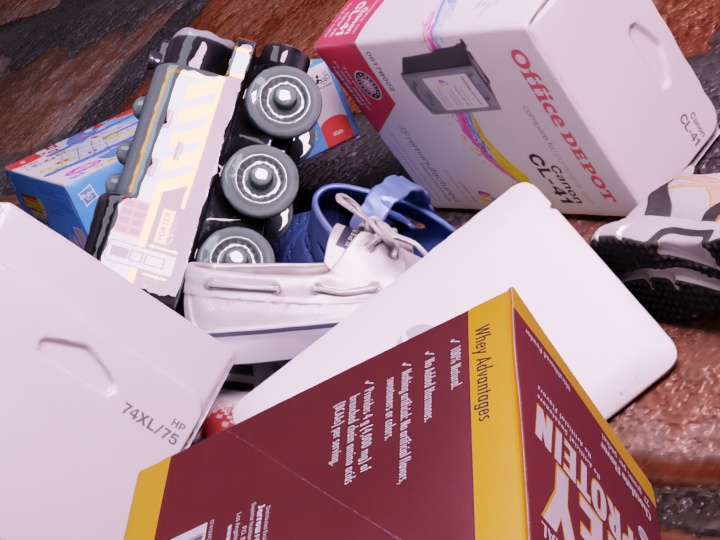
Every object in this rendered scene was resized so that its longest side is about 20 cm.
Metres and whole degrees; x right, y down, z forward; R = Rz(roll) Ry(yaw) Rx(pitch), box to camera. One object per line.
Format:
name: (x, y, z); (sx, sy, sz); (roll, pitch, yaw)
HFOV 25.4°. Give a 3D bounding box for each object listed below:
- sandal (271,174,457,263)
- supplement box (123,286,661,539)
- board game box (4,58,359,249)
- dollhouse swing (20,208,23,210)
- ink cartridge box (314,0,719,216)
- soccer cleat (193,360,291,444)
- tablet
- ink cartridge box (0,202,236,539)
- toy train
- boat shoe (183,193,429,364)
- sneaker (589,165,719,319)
sandal: (-0.001, -0.022, 0.988); (0.200, 0.087, 0.079); (3, 49, 54)
supplement box: (0.013, 0.148, 0.655); (0.200, 0.133, 0.197); (-27, 28, 19)
board game box: (-0.129, -0.082, 1.107); (0.196, 0.056, 0.200); (-28, 17, -18)
dollhouse swing: (-0.286, 0.060, 1.254); (0.200, 0.176, 0.182); (-30, 70, 14)
ink cartridge box: (0.089, -0.111, 0.950); (0.086, 0.148, 0.200); (-49, 29, -21)
soccer cleat: (-0.052, 0.079, 0.913); (0.085, 0.069, 0.200); (-44, 23, -3)
tablet: (0.044, 0.058, 0.809); (0.200, 0.014, 0.130); (-38, 65, -1)
ink cartridge box: (-0.192, 0.074, 0.857); (0.200, 0.147, 0.146); (-16, 42, 62)
toy train: (-0.094, -0.053, 0.964); (0.085, 0.114, 0.200); (113, 172, -74)
boat shoe: (0.000, 0.000, 0.882); (0.202, 0.086, 0.075); (-6, 4, 8)
sneaker: (0.196, -0.016, 0.759); (0.080, 0.074, 0.200); (-43, 29, -19)
